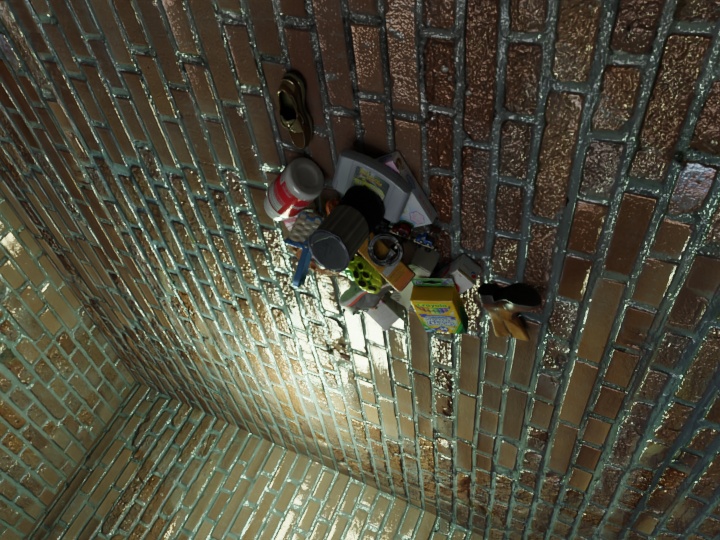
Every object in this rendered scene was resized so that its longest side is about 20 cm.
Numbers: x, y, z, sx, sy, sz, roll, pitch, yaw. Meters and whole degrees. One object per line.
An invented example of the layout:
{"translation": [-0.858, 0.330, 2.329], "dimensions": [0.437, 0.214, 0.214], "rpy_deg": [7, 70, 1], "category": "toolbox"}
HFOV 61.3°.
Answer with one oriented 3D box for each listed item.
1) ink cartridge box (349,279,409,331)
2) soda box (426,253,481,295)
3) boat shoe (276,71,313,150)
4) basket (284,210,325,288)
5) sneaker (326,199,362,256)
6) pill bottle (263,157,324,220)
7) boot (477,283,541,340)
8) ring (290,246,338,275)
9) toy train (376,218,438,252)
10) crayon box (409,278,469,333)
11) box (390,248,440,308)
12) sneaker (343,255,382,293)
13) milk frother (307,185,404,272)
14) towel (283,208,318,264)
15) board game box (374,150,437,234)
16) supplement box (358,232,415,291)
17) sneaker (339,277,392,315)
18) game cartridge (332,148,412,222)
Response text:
{"translation": [0.057, 0.099, 1.834], "dimensions": [0.068, 0.116, 0.200], "rpy_deg": [-40, 108, 18], "category": "ink cartridge box"}
{"translation": [0.241, 0.033, 1.666], "dimensions": [0.067, 0.065, 0.200], "rpy_deg": [37, 145, -9], "category": "soda box"}
{"translation": [-0.167, -0.375, 1.468], "dimensions": [0.074, 0.075, 0.203], "rpy_deg": [16, 143, 21], "category": "boat shoe"}
{"translation": [-0.146, -0.055, 1.683], "dimensions": [0.135, 0.206, 0.176], "rpy_deg": [20, -177, -2], "category": "basket"}
{"translation": [-0.040, -0.109, 1.682], "dimensions": [0.076, 0.073, 0.202], "rpy_deg": [-2, 131, 51], "category": "sneaker"}
{"translation": [-0.188, -0.213, 1.653], "dimensions": [0.112, 0.114, 0.199], "rpy_deg": [40, 146, -14], "category": "pill bottle"}
{"translation": [0.421, 0.130, 1.641], "dimensions": [0.184, 0.069, 0.202], "rpy_deg": [1, 136, 37], "category": "boot"}
{"translation": [-0.131, -0.056, 1.839], "dimensions": [0.195, 0.019, 0.204], "rpy_deg": [18, 140, 15], "category": "ring"}
{"translation": [0.110, -0.099, 1.560], "dimensions": [0.195, 0.034, 0.047], "rpy_deg": [23, 134, 13], "category": "toy train"}
{"translation": [0.213, 0.099, 1.661], "dimensions": [0.122, 0.053, 0.202], "rpy_deg": [1, 144, 26], "category": "crayon box"}
{"translation": [0.151, 0.017, 1.701], "dimensions": [0.067, 0.083, 0.202], "rpy_deg": [29, 144, 4], "category": "box"}
{"translation": [0.000, 0.000, 1.690], "dimensions": [0.199, 0.075, 0.083], "rpy_deg": [39, -179, 40], "category": "sneaker"}
{"translation": [-0.003, -0.062, 1.471], "dimensions": [0.196, 0.189, 0.183], "rpy_deg": [30, 141, 10], "category": "milk frother"}
{"translation": [-0.144, -0.100, 1.833], "dimensions": [0.143, 0.030, 0.202], "rpy_deg": [-3, 132, 39], "category": "towel"}
{"translation": [0.066, -0.189, 1.546], "dimensions": [0.196, 0.042, 0.201], "rpy_deg": [-9, 129, 44], "category": "board game box"}
{"translation": [0.055, -0.036, 1.599], "dimensions": [0.199, 0.069, 0.066], "rpy_deg": [43, -175, 8], "category": "supplement box"}
{"translation": [0.036, 0.066, 1.723], "dimensions": [0.196, 0.078, 0.082], "rpy_deg": [-25, 121, 24], "category": "sneaker"}
{"translation": [0.026, -0.210, 1.484], "dimensions": [0.196, 0.041, 0.135], "rpy_deg": [30, 141, 6], "category": "game cartridge"}
